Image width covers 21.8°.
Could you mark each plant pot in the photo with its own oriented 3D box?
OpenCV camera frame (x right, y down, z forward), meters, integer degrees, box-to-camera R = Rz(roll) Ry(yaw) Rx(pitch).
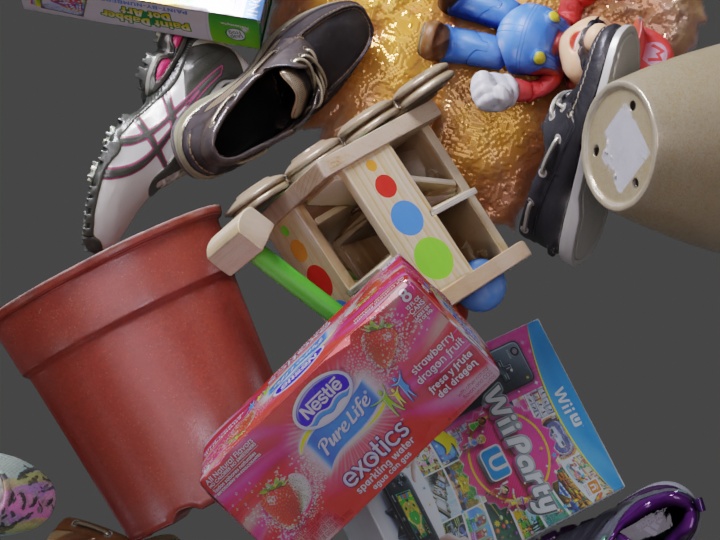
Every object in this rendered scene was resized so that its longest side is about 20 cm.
[{"bbox_3d":[-0.150,0.083,1.400,0.200,0.201,0.196,-27,88,-1],"label":"plant pot"},{"bbox_3d":[0.269,-0.090,1.359,0.199,0.187,0.189,0,79,-28],"label":"plant pot"}]

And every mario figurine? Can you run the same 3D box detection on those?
[{"bbox_3d":[0.147,-0.186,1.459,0.199,0.106,0.124,15,116,13],"label":"mario figurine"}]

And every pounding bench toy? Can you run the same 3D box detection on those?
[{"bbox_3d":[0.000,0.000,1.381,0.199,0.124,0.157,-31,86,-36],"label":"pounding bench toy"}]

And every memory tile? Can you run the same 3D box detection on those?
[{"bbox_3d":[-0.019,-0.095,1.433,0.199,0.153,0.017,-34,91,-4],"label":"memory tile"}]

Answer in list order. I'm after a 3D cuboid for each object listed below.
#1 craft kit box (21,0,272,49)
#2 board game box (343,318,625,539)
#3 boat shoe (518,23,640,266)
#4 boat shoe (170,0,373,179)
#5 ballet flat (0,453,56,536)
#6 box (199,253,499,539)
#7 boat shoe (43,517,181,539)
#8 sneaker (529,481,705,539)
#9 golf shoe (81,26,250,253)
[{"bbox_3d":[-0.154,-0.284,1.497,0.196,0.049,0.201,12,63,2],"label":"craft kit box"},{"bbox_3d":[0.076,0.143,1.396,0.199,0.064,0.148,-23,80,-27],"label":"board game box"},{"bbox_3d":[0.165,-0.100,1.425,0.060,0.201,0.074,26,38,25],"label":"boat shoe"},{"bbox_3d":[-0.056,-0.138,1.460,0.200,0.073,0.075,-44,116,-19],"label":"boat shoe"},{"bbox_3d":[-0.338,0.161,1.450,0.199,0.071,0.070,15,81,5],"label":"ballet flat"},{"bbox_3d":[-0.009,0.095,1.273,0.200,0.100,0.095,-44,99,5],"label":"box"},{"bbox_3d":[-0.155,0.235,1.425,0.199,0.076,0.074,16,54,7],"label":"boat shoe"},{"bbox_3d":[0.169,0.219,1.404,0.199,0.088,0.075,-34,81,-3],"label":"sneaker"},{"bbox_3d":[-0.157,-0.098,1.482,0.088,0.077,0.201,26,84,0],"label":"golf shoe"}]
